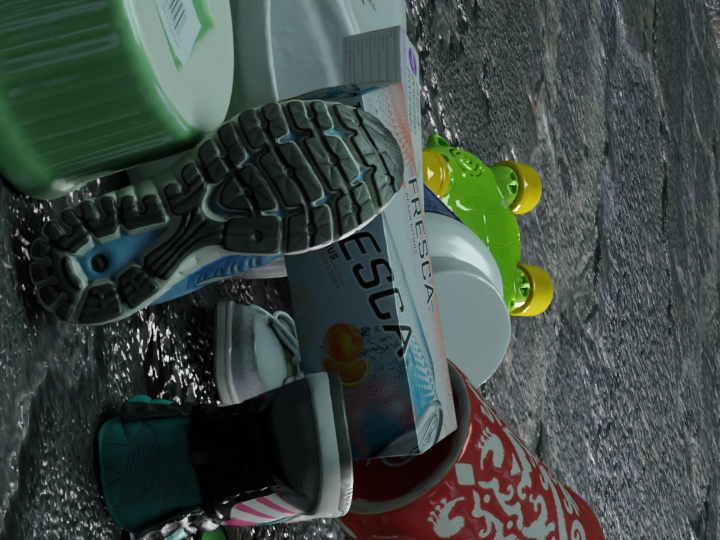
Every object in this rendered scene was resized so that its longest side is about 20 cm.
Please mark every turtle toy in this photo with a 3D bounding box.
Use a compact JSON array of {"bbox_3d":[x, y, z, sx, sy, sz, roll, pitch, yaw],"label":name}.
[{"bbox_3d":[0.057,0.002,2.122,0.145,0.101,0.201,6,75,-49],"label":"turtle toy"}]

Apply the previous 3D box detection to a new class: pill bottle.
[{"bbox_3d":[0.023,0.007,1.853,0.200,0.111,0.111,-131,-159,-65],"label":"pill bottle"}]

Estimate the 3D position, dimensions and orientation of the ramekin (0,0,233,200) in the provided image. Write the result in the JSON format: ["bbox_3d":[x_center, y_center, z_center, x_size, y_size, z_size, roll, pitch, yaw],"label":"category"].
[{"bbox_3d":[-0.139,-0.143,1.542,0.200,0.097,0.201,-11,90,-75],"label":"ramekin"}]

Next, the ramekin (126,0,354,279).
[{"bbox_3d":[-0.067,-0.088,1.745,0.200,0.105,0.201,-11,90,-75],"label":"ramekin"}]

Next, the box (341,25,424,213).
[{"bbox_3d":[0.014,-0.048,1.736,0.039,0.041,0.201,57,26,-55],"label":"box"}]

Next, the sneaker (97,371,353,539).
[{"bbox_3d":[-0.075,0.097,1.563,0.200,0.120,0.084,130,-46,-72],"label":"sneaker"}]

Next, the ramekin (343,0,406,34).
[{"bbox_3d":[-0.038,-0.195,1.936,0.202,0.094,0.203,-11,90,-75],"label":"ramekin"}]

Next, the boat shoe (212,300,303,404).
[{"bbox_3d":[-0.038,0.071,1.813,0.202,0.065,0.075,53,30,-57],"label":"boat shoe"}]

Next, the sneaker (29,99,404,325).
[{"bbox_3d":[-0.074,-0.032,1.545,0.090,0.199,0.079,81,-11,-88],"label":"sneaker"}]

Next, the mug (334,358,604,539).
[{"bbox_3d":[0.058,0.153,1.746,0.200,0.133,0.178,53,13,-51],"label":"mug"}]

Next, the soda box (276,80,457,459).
[{"bbox_3d":[0.000,0.000,1.631,0.068,0.063,0.201,-26,107,-67],"label":"soda box"}]

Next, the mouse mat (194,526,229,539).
[{"bbox_3d":[-0.075,0.251,1.673,0.200,0.007,0.161,-77,152,-54],"label":"mouse mat"}]
